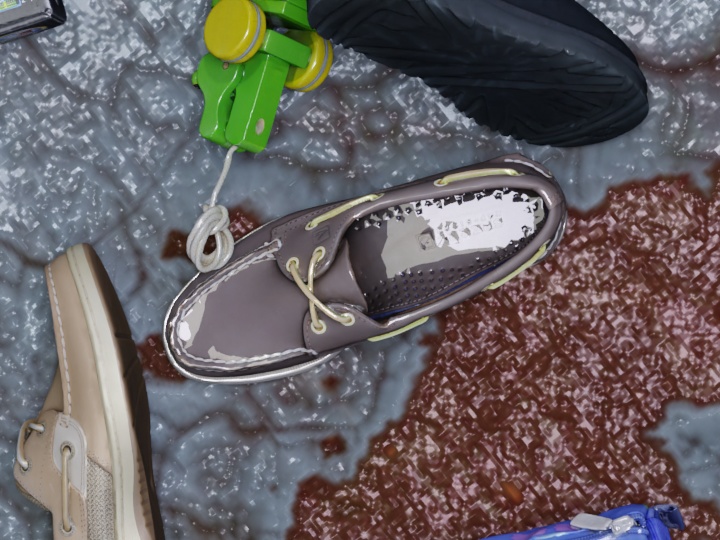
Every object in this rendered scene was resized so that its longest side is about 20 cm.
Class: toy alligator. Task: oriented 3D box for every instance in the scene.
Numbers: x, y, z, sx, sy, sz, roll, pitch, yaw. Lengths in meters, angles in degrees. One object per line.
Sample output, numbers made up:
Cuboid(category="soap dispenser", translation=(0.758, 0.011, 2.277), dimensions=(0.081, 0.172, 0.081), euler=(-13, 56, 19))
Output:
Cuboid(category="toy alligator", translation=(-0.053, -0.100, 1.296), dimensions=(0.054, 0.059, 0.201), euler=(23, 91, 42))

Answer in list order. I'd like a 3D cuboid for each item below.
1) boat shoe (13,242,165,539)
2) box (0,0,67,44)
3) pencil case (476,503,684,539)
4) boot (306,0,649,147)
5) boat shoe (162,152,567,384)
Cuboid(category="boat shoe", translation=(-0.129, 0.089, 1.291), dimensions=(0.064, 0.071, 0.201), euler=(-9, 91, 2))
Cuboid(category="box", translation=(-0.241, -0.187, 1.307), dimensions=(0.160, 0.044, 0.201), euler=(-16, 89, 3))
Cuboid(category="pencil case", translation=(0.055, 0.158, 1.277), dimensions=(0.199, 0.078, 0.087), euler=(-10, 119, 3))
Cuboid(category="boot", translation=(0.053, -0.162, 1.268), dimensions=(0.076, 0.200, 0.169), euler=(-25, 54, 42))
Cuboid(category="boat shoe", translation=(0.000, 0.000, 1.289), dimensions=(0.199, 0.060, 0.072), euler=(-19, 90, 3))
